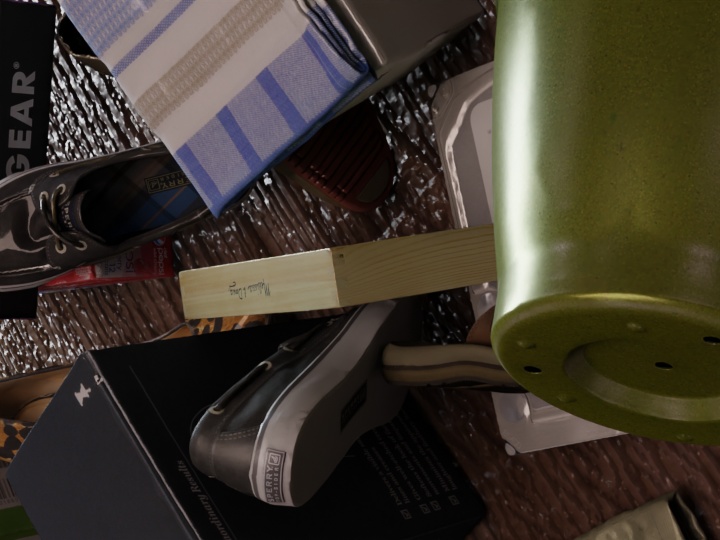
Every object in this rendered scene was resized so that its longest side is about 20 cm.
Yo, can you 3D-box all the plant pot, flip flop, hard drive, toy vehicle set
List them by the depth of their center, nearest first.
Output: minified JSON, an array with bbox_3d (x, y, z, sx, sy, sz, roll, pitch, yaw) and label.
[{"bbox_3d":[0.131,-0.043,0.628,0.200,0.200,0.194,-8,57,42],"label":"plant pot"},{"bbox_3d":[0.090,0.031,0.767,0.199,0.081,0.058,-3,78,48],"label":"flip flop"},{"bbox_3d":[0.112,-0.016,0.809,0.139,0.038,0.201,-16,84,43],"label":"hard drive"},{"bbox_3d":[0.000,0.000,0.809,0.200,0.124,0.027,-7,91,65],"label":"toy vehicle set"}]

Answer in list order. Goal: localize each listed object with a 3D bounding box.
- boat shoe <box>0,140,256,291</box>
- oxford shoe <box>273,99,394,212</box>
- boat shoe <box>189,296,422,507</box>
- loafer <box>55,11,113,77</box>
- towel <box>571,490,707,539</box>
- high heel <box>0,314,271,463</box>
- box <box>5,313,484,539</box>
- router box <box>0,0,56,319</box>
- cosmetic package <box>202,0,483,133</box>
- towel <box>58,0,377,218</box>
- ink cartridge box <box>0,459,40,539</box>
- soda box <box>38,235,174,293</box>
[{"bbox_3d":[-0.157,-0.034,0.958,0.199,0.066,0.070,-14,94,-2],"label":"boat shoe"},{"bbox_3d":[-0.065,-0.104,0.907,0.200,0.071,0.075,45,149,-10],"label":"oxford shoe"},{"bbox_3d":[-0.021,0.056,0.826,0.056,0.200,0.069,11,111,19],"label":"boat shoe"},{"bbox_3d":[-0.111,-0.140,0.977,0.199,0.069,0.076,2,95,42],"label":"loafer"},{"bbox_3d":[0.133,0.234,0.823,0.200,0.034,0.194,-37,67,41],"label":"towel"},{"bbox_3d":[-0.151,0.064,0.982,0.200,0.142,0.072,-46,38,37],"label":"high heel"},{"bbox_3d":[-0.059,0.120,0.868,0.107,0.199,0.149,-52,61,32],"label":"box"},{"bbox_3d":[-0.266,-0.076,1.047,0.149,0.051,0.201,10,98,41],"label":"router box"},{"bbox_3d":[-0.037,-0.182,0.843,0.081,0.113,0.201,-32,90,39],"label":"cosmetic package"},{"bbox_3d":[-0.092,-0.140,0.815,0.147,0.024,0.200,-36,89,41],"label":"towel"},{"bbox_3d":[-0.268,0.182,1.100,0.200,0.147,0.076,-40,67,37],"label":"ink cartridge box"},{"bbox_3d":[-0.214,-0.017,1.084,0.199,0.070,0.064,-6,88,43],"label":"soda box"}]
